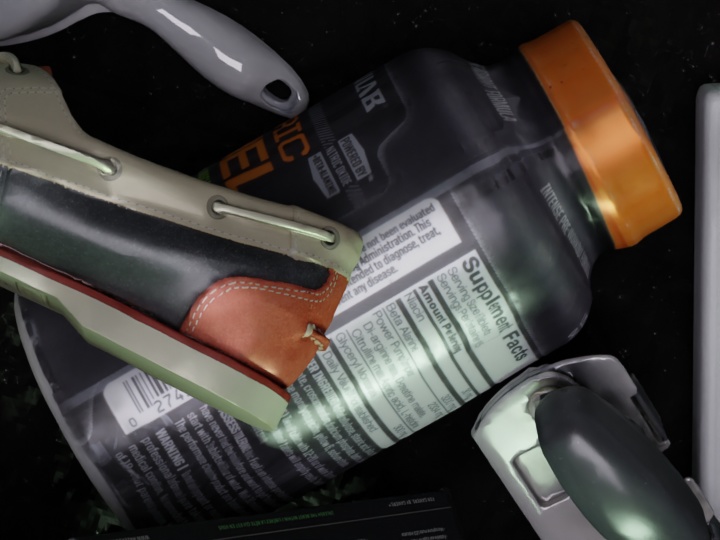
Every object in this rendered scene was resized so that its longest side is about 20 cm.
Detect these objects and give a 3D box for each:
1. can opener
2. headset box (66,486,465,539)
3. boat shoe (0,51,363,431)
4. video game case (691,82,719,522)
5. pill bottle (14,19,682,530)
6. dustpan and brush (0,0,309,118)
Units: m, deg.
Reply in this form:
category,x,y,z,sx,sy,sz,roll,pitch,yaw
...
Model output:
category,x,y,z,sx,sy,sz,roll,pitch,yaw
can opener,0.101,0.111,0.826,0.053,0.067,0.200,-28,117,11
headset box,-0.025,0.179,0.763,0.093,0.174,0.201,-29,74,36
boat shoe,-0.096,-0.026,0.725,0.199,0.071,0.063,28,83,-4
video game case,0.203,0.034,0.868,0.181,0.024,0.202,-2,104,-2
pill bottle,0.000,0.000,0.810,0.199,0.106,0.107,-30,103,3
dustpan and brush,-0.101,-0.105,0.814,0.200,0.057,0.140,37,110,-4
